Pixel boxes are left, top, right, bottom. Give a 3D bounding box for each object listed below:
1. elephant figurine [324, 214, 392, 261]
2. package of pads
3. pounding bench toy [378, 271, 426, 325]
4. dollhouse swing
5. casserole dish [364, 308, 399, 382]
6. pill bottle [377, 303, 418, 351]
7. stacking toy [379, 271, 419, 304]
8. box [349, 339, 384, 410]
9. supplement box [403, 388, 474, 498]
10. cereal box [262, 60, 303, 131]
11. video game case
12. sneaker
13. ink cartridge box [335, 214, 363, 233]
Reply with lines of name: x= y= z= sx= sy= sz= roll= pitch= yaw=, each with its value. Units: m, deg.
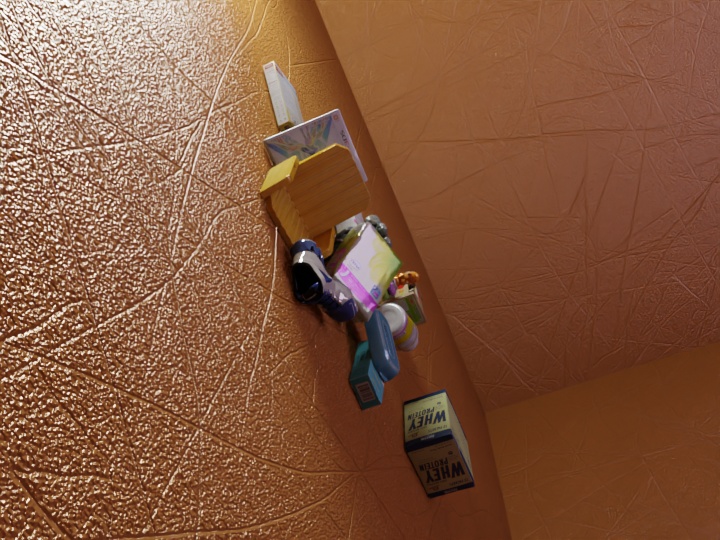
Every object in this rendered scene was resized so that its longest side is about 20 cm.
elephant figurine: x=-0.030 y=-0.062 z=1.472 sx=0.156 sy=0.199 sz=0.142 roll=90 pitch=-24 yaw=-49
package of pads: x=0.000 y=0.000 z=1.336 sx=0.155 sy=0.068 sz=0.200 roll=50 pitch=52 yaw=-23
pounding bench toy: x=0.123 y=0.073 z=1.876 sx=0.156 sy=0.124 sz=0.201 roll=-90 pitch=156 yaw=-58
dollhouse swing: x=-0.081 y=-0.147 z=1.212 sx=0.182 sy=0.175 sz=0.201 roll=-87 pitch=154 yaw=-59
casserole dish: x=0.053 y=0.175 z=1.377 sx=0.121 sy=0.039 sz=0.201 roll=53 pitch=19 yaw=-51
pill bottle: x=0.115 y=0.182 z=1.712 sx=0.200 sy=0.104 sz=0.105 roll=51 pitch=22 yaw=-57
stacking toy: x=0.055 y=0.039 z=1.450 sx=0.116 sy=0.199 sz=0.110 roll=60 pitch=15 yaw=-53
box: x=0.022 y=0.241 z=1.338 sx=0.200 sy=0.049 sz=0.083 roll=-71 pitch=139 yaw=-71
supplement box: x=0.220 y=0.491 z=1.599 sx=0.200 sy=0.134 sz=0.201 roll=-83 pitch=150 yaw=-66
cereal box: x=-0.197 y=-0.439 z=1.507 sx=0.144 sy=0.039 sz=0.201 roll=41 pitch=30 yaw=-66
video game case: x=-0.100 y=-0.253 z=1.306 sx=0.022 sy=0.199 sz=0.183 roll=9 pitch=-55 yaw=66
sneaker: x=-0.087 y=0.044 z=1.145 sx=0.200 sy=0.080 sz=0.115 roll=56 pitch=21 yaw=-25
ink cartridge box: x=-0.020 y=-0.099 z=1.661 sx=0.115 sy=0.068 sz=0.201 roll=43 pitch=29 yaw=-63
